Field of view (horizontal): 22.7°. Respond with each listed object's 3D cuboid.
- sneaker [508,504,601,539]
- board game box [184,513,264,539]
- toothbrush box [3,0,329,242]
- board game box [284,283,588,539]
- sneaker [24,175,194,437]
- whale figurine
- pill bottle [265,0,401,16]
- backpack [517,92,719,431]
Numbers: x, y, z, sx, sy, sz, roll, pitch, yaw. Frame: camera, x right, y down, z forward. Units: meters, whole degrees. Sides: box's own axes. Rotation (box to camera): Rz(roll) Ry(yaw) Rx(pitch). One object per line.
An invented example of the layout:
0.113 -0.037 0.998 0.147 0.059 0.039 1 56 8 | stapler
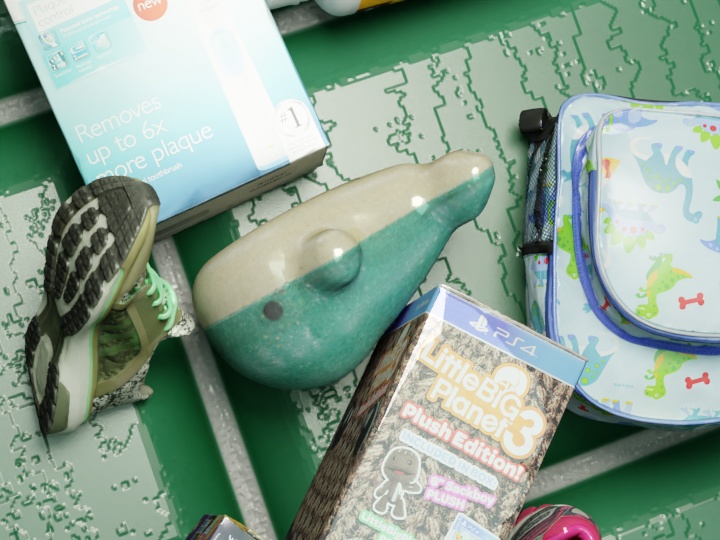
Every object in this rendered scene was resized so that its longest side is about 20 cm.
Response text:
0.090 0.236 1.096 0.080 0.075 0.201 20 80 -6 | sneaker
-0.122 0.232 1.014 0.057 0.165 0.201 38 78 -4 | board game box
-0.125 -0.131 1.100 0.145 0.085 0.201 -23 86 -6 | toothbrush box
0.032 0.126 1.058 0.096 0.159 0.201 27 78 -5 | board game box
-0.137 0.017 1.049 0.088 0.201 0.077 -6 54 -29 | sneaker
0.000 0.000 1.073 0.199 0.159 0.104 -27 93 5 | whale figurine
0.024 -0.225 1.127 0.198 0.109 0.110 -17 85 -12 | pill bottle
0.190 -0.004 1.109 0.181 0.147 0.202 5 84 -6 | backpack
